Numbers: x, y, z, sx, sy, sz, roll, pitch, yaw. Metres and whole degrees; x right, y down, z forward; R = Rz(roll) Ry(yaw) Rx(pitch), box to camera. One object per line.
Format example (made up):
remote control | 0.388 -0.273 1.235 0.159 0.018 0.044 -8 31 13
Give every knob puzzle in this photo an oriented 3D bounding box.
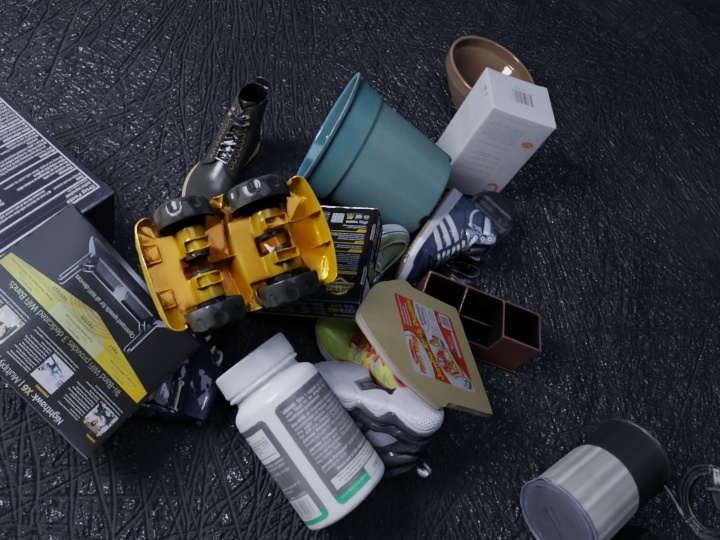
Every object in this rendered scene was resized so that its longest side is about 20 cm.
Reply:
knob puzzle | 0.068 0.093 0.745 0.218 0.030 0.221 31 33 -23

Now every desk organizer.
desk organizer | 0.171 0.079 0.891 0.197 0.077 0.073 21 53 -11

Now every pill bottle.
pill bottle | -0.071 0.180 0.676 0.113 0.113 0.201 -34 88 -36

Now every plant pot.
plant pot | 0.026 -0.166 0.917 0.194 0.200 0.202 29 52 -14
plant pot | 0.250 -0.375 1.204 0.198 0.093 0.204 12 55 -18

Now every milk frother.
milk frother | 0.352 0.303 0.759 0.186 0.200 0.182 -21 74 -33

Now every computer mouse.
computer mouse | 0.185 -0.060 1.007 0.139 0.053 0.200 46 65 6

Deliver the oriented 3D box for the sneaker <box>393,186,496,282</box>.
sneaker | 0.139 -0.033 0.916 0.108 0.070 0.201 36 62 2

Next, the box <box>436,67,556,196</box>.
box | 0.229 -0.233 1.035 0.122 0.200 0.099 12 55 -18

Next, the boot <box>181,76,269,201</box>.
boot | -0.195 -0.176 0.844 0.076 0.139 0.202 23 54 -10

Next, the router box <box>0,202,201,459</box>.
router box | -0.289 0.061 0.597 0.201 0.052 0.157 52 59 -14

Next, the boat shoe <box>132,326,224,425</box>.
boat shoe | -0.205 0.092 0.721 0.092 0.075 0.203 23 61 -18

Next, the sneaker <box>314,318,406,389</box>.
sneaker | 0.027 0.113 0.795 0.199 0.091 0.078 36 54 2

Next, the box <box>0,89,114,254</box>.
box | -0.429 -0.068 0.677 0.198 0.124 0.200 40 54 4

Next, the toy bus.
toy bus | -0.154 -0.009 0.669 0.198 0.191 0.138 -19 90 -29

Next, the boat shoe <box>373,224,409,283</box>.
boat shoe | 0.000 0.000 0.855 0.198 0.073 0.062 -31 50 -22

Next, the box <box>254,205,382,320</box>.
box | -0.078 -0.016 0.800 0.196 0.050 0.162 3 55 12

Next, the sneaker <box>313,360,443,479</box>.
sneaker | 0.007 0.194 0.745 0.198 0.116 0.075 15 24 28
